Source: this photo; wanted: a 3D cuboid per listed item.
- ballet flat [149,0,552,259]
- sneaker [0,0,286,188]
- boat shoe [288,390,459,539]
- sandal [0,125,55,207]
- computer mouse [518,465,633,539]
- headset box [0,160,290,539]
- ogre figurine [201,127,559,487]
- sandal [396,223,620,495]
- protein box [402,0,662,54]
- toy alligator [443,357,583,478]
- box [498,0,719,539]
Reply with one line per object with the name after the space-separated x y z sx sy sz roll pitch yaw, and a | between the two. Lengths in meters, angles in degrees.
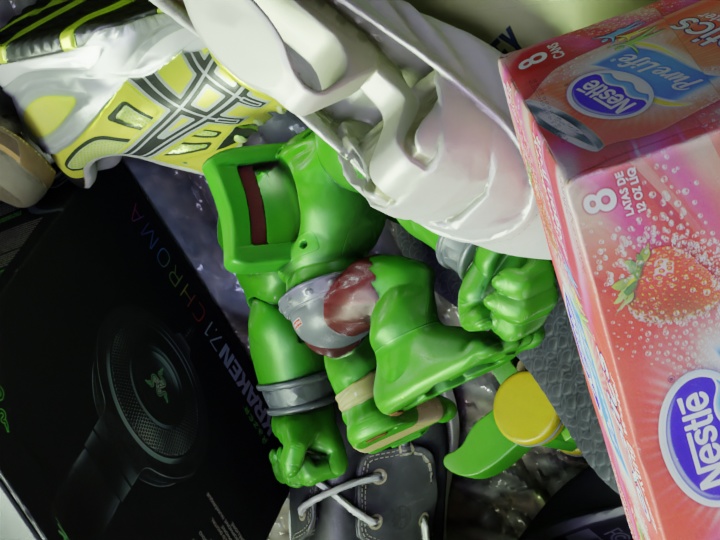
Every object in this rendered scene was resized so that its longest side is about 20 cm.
0.001 -0.057 0.800 0.200 0.070 0.069 39 124 -8 | ballet flat
-0.049 -0.082 0.964 0.199 0.075 0.077 -6 120 33 | sneaker
0.002 0.093 1.056 0.071 0.068 0.201 5 120 17 | boat shoe
-0.221 -0.047 1.018 0.199 0.080 0.054 13 80 18 | sandal
0.166 0.101 1.027 0.140 0.046 0.200 33 132 -28 | computer mouse
-0.127 0.078 1.006 0.092 0.200 0.175 -20 112 27 | headset box
0.000 0.000 0.936 0.098 0.200 0.120 -22 79 -13 | ogre figurine
0.089 0.016 0.944 0.200 0.043 0.076 48 133 35 | sandal
0.133 -0.108 0.848 0.200 0.135 0.198 41 124 -10 | protein box
0.117 0.032 0.992 0.199 0.059 0.055 -22 72 28 | toy alligator
0.119 0.022 0.775 0.094 0.103 0.201 -18 118 0 | box
